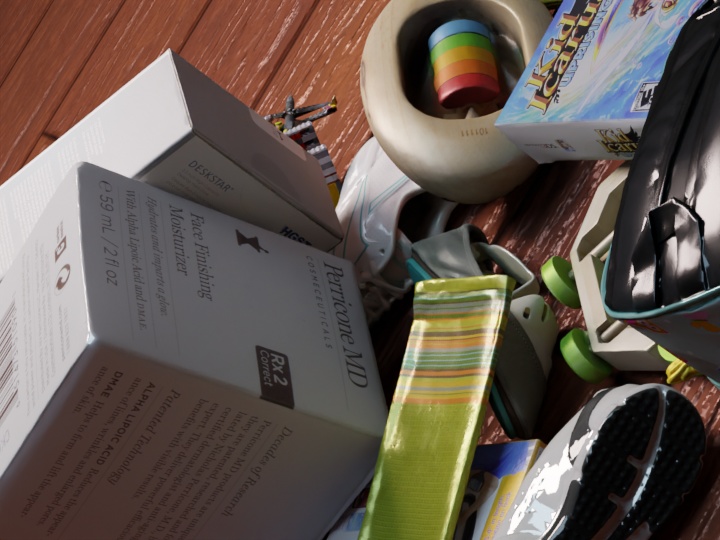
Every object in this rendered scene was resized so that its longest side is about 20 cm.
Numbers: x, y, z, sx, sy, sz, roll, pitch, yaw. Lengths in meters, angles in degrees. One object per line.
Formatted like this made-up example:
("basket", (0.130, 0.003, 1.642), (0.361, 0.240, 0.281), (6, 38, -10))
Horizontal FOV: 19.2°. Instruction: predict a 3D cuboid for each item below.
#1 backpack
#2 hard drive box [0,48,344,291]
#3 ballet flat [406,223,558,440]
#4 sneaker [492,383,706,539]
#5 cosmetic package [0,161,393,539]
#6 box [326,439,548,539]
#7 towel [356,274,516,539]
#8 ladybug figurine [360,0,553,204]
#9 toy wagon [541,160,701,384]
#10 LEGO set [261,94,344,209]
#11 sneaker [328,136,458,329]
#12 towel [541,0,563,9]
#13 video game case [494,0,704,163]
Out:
("backpack", (0.208, -0.036, 0.981), (0.175, 0.153, 0.201), (-21, 33, 54))
("hard drive box", (-0.137, -0.022, 1.356), (0.199, 0.156, 0.077), (-35, 47, 18))
("ballet flat", (0.081, 0.027, 1.245), (0.063, 0.068, 0.200), (-24, 30, -3))
("sneaker", (0.101, 0.144, 1.080), (0.200, 0.074, 0.080), (-53, 11, -2))
("cosmetic package", (-0.113, 0.072, 1.268), (0.165, 0.199, 0.165), (-54, 31, 30))
("box", (0.033, 0.161, 1.198), (0.199, 0.041, 0.120), (-12, 51, 54))
("towel", (0.035, 0.098, 1.168), (0.086, 0.018, 0.201), (-11, 60, 58))
("ladybug figurine", (0.069, -0.117, 1.381), (0.135, 0.072, 0.201), (-7, 48, 7))
("toy wagon", (0.171, -0.003, 1.143), (0.155, 0.039, 0.201), (-45, 29, 24))
("LEGO set", (-0.078, -0.053, 1.500), (0.153, 0.116, 0.200), (-20, 25, 4))
("sneaker", (0.000, 0.000, 1.408), (0.080, 0.070, 0.201), (23, 83, 53))
("towel", (0.180, -0.211, 1.378), (0.086, 0.018, 0.200), (-60, 25, -14))
("video game case", (0.180, -0.156, 1.211), (0.201, 0.045, 0.181), (-61, 24, -12))
